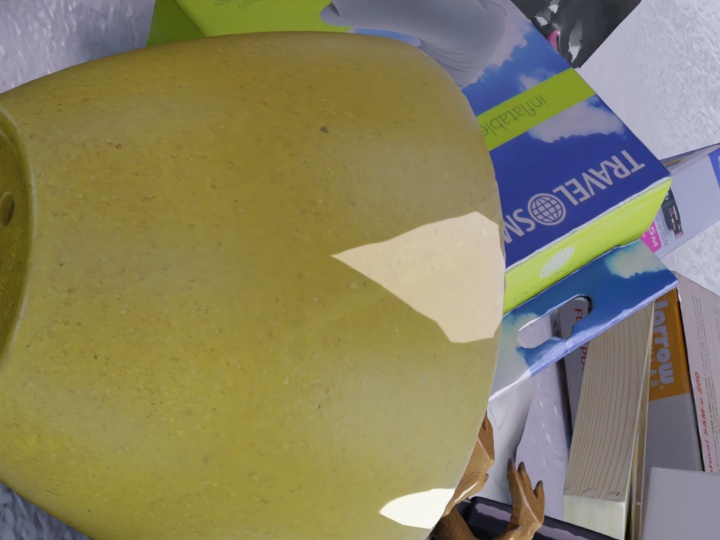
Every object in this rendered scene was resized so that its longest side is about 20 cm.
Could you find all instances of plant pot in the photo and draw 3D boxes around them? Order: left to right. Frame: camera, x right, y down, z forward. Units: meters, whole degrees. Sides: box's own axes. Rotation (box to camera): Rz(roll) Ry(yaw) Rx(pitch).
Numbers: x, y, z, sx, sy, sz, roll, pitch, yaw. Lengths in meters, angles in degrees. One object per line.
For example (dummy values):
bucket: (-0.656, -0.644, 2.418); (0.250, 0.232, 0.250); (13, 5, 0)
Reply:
plant pot: (-0.068, 0.007, 0.775); (0.142, 0.200, 0.200); (11, 64, -35)

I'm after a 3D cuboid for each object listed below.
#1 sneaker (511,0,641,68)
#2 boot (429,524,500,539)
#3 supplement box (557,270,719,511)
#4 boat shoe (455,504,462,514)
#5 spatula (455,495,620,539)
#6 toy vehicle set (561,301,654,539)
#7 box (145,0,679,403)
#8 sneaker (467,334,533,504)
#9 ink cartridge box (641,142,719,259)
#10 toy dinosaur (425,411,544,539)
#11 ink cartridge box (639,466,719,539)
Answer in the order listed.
sneaker: (0.058, -0.150, 1.007); (0.086, 0.080, 0.200); (36, -7, 21)
boot: (0.047, 0.202, 0.910); (0.162, 0.073, 0.199); (38, 50, -74)
supplement box: (0.188, 0.089, 1.277); (0.200, 0.073, 0.126); (25, 54, -54)
boat shoe: (0.024, 0.127, 0.952); (0.202, 0.086, 0.075); (26, 53, -54)
spatula: (0.031, 0.092, 0.913); (0.200, 0.021, 0.057); (20, 86, -27)
toy vehicle set: (0.110, 0.125, 1.073); (0.124, 0.026, 0.200); (-74, 166, -47)
box: (0.024, -0.053, 0.904); (0.122, 0.048, 0.200); (-30, 67, -29)
sneaker: (0.030, 0.046, 0.972); (0.200, 0.073, 0.085); (67, 36, -69)
ink cartridge box: (0.108, -0.017, 1.144); (0.200, 0.119, 0.042); (-31, 101, -61)
toy dinosaur: (0.010, 0.099, 0.838); (0.060, 0.106, 0.200); (34, 36, -57)
ink cartridge box: (0.158, 0.208, 1.068); (0.145, 0.083, 0.200); (81, 17, -59)
